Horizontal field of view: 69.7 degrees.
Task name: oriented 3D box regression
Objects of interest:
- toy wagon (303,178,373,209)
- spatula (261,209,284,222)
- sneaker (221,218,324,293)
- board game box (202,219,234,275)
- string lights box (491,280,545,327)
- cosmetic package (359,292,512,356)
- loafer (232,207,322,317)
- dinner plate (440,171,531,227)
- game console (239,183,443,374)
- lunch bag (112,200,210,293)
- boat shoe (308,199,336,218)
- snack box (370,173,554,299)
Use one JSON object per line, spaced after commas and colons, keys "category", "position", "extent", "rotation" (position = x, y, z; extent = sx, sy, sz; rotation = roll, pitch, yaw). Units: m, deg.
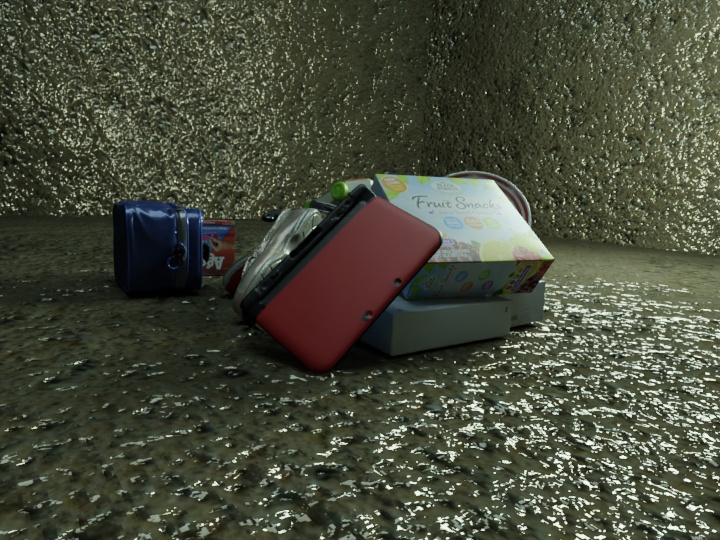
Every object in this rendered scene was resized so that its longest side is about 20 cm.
{"category": "toy wagon", "position": [-0.001, -0.119, 0.944], "extent": [0.198, 0.040, 0.154], "rotation": [-28, -28, 31]}
{"category": "spatula", "position": [-0.133, -0.088, 0.838], "extent": [0.055, 0.021, 0.200], "rotation": [5, 6, 1]}
{"category": "sneaker", "position": [-0.115, 0.014, 0.799], "extent": [0.198, 0.114, 0.071], "rotation": [-28, -15, 8]}
{"category": "board game box", "position": [-0.335, -0.043, 0.964], "extent": [0.197, 0.105, 0.019], "rotation": [-1, 10, -25]}
{"category": "string lights box", "position": [0.166, 0.034, 0.786], "extent": [0.101, 0.060, 0.199], "rotation": [-6, 12, -34]}
{"category": "cosmetic package", "position": [0.071, 0.052, 0.658], "extent": [0.197, 0.053, 0.150], "rotation": [-3, 9, -35]}
{"category": "loafer", "position": [-0.122, -0.014, 0.718], "extent": [0.062, 0.073, 0.201], "rotation": [13, 50, 23]}
{"category": "dinner plate", "position": [0.179, -0.082, 0.857], "extent": [0.197, 0.203, 0.024], "rotation": [5, -29, 16]}
{"category": "game console", "position": [-0.028, 0.014, 0.592], "extent": [0.119, 0.200, 0.172], "rotation": [44, -18, 2]}
{"category": "lunch bag", "position": [-0.319, -0.041, 0.837], "extent": [0.131, 0.138, 0.199], "rotation": [-3, 10, -32]}
{"category": "boat shoe", "position": [0.006, -0.084, 0.871], "extent": [0.196, 0.066, 0.072], "rotation": [3, 3, -9]}
{"category": "snack box", "position": [0.123, -0.048, 0.678], "extent": [0.197, 0.068, 0.170], "rotation": [0, 45, -25]}
